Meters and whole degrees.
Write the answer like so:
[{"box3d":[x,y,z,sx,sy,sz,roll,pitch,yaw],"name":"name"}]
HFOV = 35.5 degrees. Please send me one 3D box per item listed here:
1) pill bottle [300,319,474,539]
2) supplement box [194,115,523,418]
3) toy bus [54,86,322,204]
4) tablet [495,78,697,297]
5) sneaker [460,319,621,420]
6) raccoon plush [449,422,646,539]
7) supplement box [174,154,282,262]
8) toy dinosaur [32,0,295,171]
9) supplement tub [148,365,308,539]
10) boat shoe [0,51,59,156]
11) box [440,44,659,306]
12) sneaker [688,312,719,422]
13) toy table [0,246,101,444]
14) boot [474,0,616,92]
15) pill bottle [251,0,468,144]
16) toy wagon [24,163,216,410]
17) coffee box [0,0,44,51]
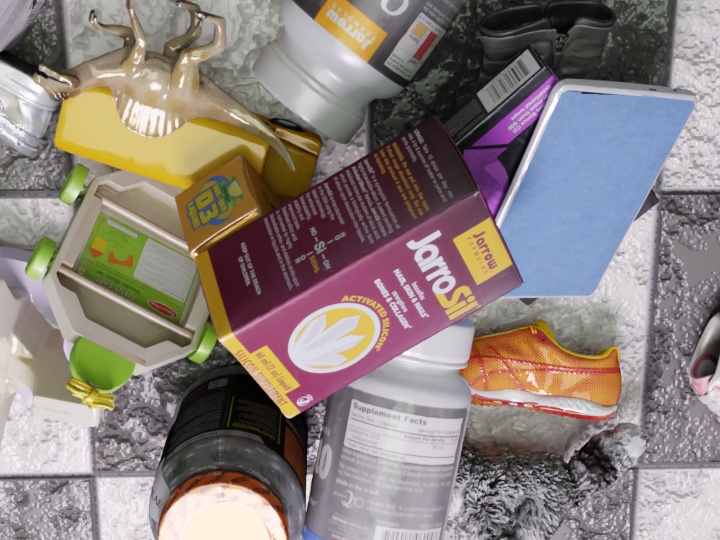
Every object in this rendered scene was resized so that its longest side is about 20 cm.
[{"box3d":[0.024,0.130,0.874,0.112,0.114,0.204,11,93,-5],"name":"pill bottle"},{"box3d":[0.000,0.000,0.785,0.198,0.086,0.111,-30,137,5],"name":"supplement box"},{"box3d":[-0.131,-0.102,0.881,0.197,0.078,0.066,17,105,-7],"name":"toy bus"},{"box3d":[0.165,-0.056,0.858,0.128,0.014,0.202,0,132,-25],"name":"tablet"},{"box3d":[0.124,0.078,0.959,0.196,0.073,0.079,9,79,-4],"name":"sneaker"},{"box3d":[0.129,0.156,0.974,0.199,0.097,0.135,-39,95,-7],"name":"raccoon plush"},{"box3d":[-0.064,0.005,0.873,0.068,0.067,0.201,-28,137,5],"name":"supplement box"},{"box3d":[-0.133,-0.142,0.819,0.197,0.058,0.103,13,107,-19],"name":"toy dinosaur"},{"box3d":[-0.102,0.166,0.897,0.120,0.200,0.125,0,106,-1],"name":"supplement tub"},{"box3d":[-0.331,-0.158,0.862,0.199,0.074,0.066,24,100,-16],"name":"boat shoe"},{"box3d":[0.130,-0.064,0.869,0.142,0.036,0.199,-40,136,16],"name":"box"},{"box3d":[0.327,0.127,0.967,0.103,0.075,0.204,2,99,-7],"name":"sneaker"},{"box3d":[-0.288,0.067,0.893,0.196,0.118,0.187,1,117,2],"name":"toy table"},{"box3d":[0.096,-0.136,0.862,0.197,0.070,0.133,-19,136,-8],"name":"boot"},{"box3d":[0.012,-0.203,0.838,0.116,0.117,0.201,35,102,-11],"name":"pill bottle"},{"box3d":[-0.180,0.016,0.867,0.154,0.039,0.203,29,58,-20],"name":"toy wagon"},{"box3d":[-0.292,-0.210,0.780,0.112,0.200,0.080,35,102,-11],"name":"coffee box"}]
